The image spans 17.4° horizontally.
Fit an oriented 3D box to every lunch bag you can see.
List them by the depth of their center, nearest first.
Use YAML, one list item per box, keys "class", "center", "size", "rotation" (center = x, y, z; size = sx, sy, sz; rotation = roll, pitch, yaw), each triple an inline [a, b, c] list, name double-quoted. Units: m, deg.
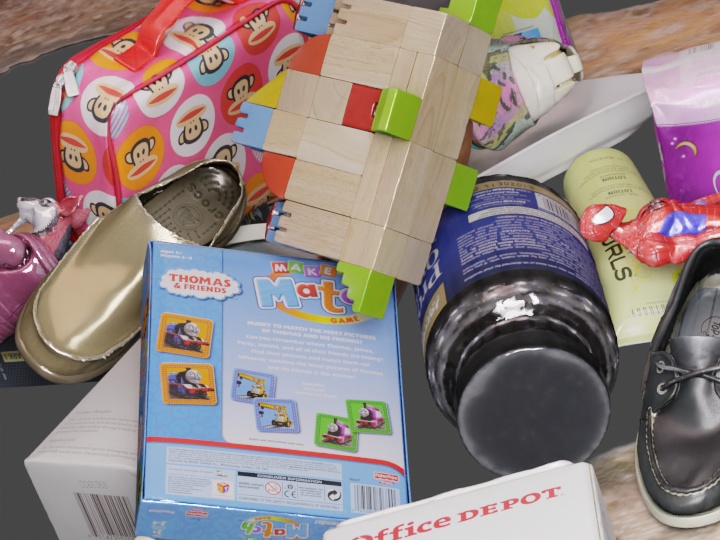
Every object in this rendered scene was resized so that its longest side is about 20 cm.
- class: "lunch bag"
  center: [-0.119, -0.110, 1.593]
  size: [0.082, 0.177, 0.200]
  rotation: [26, 44, 33]

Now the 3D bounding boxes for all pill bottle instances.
- class: "pill bottle"
  center: [0.090, 0.033, 1.362]
  size: [0.111, 0.112, 0.200]
  rotation: [-17, 26, 6]

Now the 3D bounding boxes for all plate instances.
- class: "plate"
  center: [0.101, -0.080, 1.605]
  size: [0.199, 0.032, 0.199]
  rotation: [-27, 11, -17]

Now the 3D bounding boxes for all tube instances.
- class: "tube"
  center: [0.172, -0.011, 1.460]
  size: [0.058, 0.052, 0.200]
  rotation: [-44, 27, 17]

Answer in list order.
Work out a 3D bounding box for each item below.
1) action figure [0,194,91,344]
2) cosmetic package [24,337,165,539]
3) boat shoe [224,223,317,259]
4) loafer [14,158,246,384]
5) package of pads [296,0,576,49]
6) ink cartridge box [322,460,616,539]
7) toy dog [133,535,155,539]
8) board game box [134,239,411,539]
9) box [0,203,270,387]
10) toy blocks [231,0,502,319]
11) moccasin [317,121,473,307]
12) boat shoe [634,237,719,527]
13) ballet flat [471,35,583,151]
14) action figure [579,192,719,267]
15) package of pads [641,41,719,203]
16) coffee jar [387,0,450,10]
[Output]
- class: "action figure"
  center: [-0.248, 0.024, 1.517]
  size: [0.200, 0.134, 0.149]
  rotation: [-43, 42, 2]
- class: "cosmetic package"
  center: [-0.096, 0.089, 1.426]
  size: [0.112, 0.081, 0.200]
  rotation: [1, 33, 36]
- class: "boat shoe"
  center: [0.000, 0.000, 1.565]
  size: [0.199, 0.062, 0.073]
  rotation: [-2, -11, 14]
- class: "loafer"
  center: [-0.143, -0.010, 1.489]
  size: [0.200, 0.076, 0.067]
  rotation: [-50, -6, -33]
- class: "package of pads"
  center: [0.049, -0.181, 1.740]
  size: [0.199, 0.155, 0.068]
  rotation: [-14, 27, 12]
- class: "ink cartridge box"
  center: [0.059, 0.192, 1.118]
  size: [0.145, 0.083, 0.200]
  rotation: [-16, 27, 9]
- class: "toy dog"
  center: [-0.086, 0.224, 1.096]
  size: [0.139, 0.195, 0.200]
  rotation: [5, 15, 33]
- class: "board game box"
  center: [-0.051, 0.071, 1.343]
  size: [0.151, 0.037, 0.201]
  rotation: [7, 45, -10]
- class: "box"
  center: [-0.171, 0.005, 1.666]
  size: [0.157, 0.051, 0.200]
  rotation: [-5, 31, 27]
- class: "toy blocks"
  center: [-0.011, -0.083, 1.377]
  size: [0.136, 0.201, 0.100]
  rotation: [16, -1, 36]
- class: "moccasin"
  center: [0.013, -0.048, 1.455]
  size: [0.074, 0.202, 0.078]
  rotation: [33, 31, 11]
- class: "boat shoe"
  center: [0.189, 0.054, 1.293]
  size: [0.074, 0.066, 0.200]
  rotation: [1, 38, 24]
- class: "ballet flat"
  center: [0.111, -0.128, 1.565]
  size: [0.071, 0.069, 0.200]
  rotation: [-15, 8, 17]
- class: "action figure"
  center: [0.229, -0.029, 1.389]
  size: [0.199, 0.052, 0.065]
  rotation: [-3, 23, 0]
- class: "package of pads"
  center: [0.281, -0.093, 1.453]
  size: [0.199, 0.121, 0.076]
  rotation: [-13, 28, 14]
- class: "coffee jar"
  center: [0.026, -0.149, 1.594]
  size: [0.104, 0.085, 0.200]
  rotation: [-32, -14, -18]
